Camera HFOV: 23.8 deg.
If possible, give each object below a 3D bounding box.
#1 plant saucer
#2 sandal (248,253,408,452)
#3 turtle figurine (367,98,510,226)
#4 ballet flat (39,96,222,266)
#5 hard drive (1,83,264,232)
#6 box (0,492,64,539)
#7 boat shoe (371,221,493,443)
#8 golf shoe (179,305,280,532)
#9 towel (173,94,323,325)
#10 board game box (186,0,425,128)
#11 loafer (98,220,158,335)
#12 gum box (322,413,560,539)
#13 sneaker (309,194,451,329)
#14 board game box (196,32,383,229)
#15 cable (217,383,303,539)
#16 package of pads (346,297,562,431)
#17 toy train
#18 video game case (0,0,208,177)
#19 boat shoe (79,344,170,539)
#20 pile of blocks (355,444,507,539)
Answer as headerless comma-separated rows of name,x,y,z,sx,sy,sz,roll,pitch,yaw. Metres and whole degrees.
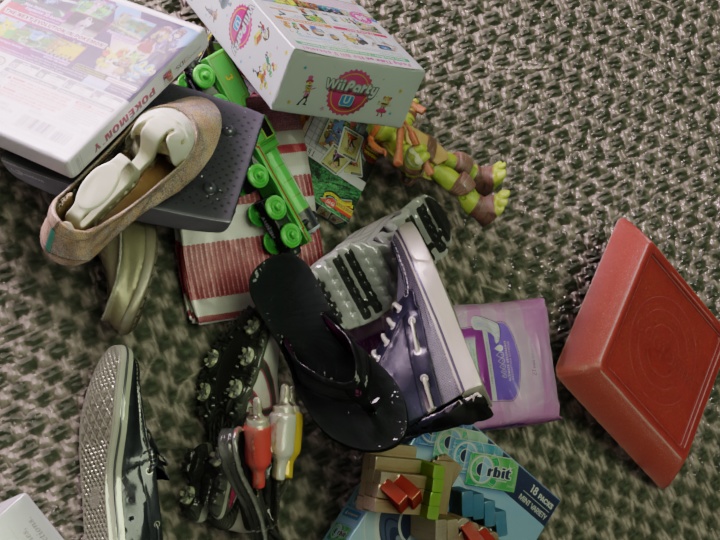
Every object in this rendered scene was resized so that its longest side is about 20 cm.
plant saucer,0.295,0.081,1.715,0.200,0.037,0.201,45,55,-28
sandal,-0.034,0.070,1.446,0.075,0.048,0.201,-36,71,-5
turtle figurine,0.064,-0.104,1.623,0.160,0.200,0.065,31,108,-18
ballet flat,-0.180,-0.083,1.382,0.068,0.067,0.200,34,64,11
hard drive,-0.192,-0.104,1.459,0.198,0.042,0.136,15,54,-1
box,-0.286,0.314,1.306,0.200,0.130,0.200,-40,97,-31
boat shoe,0.040,0.054,1.496,0.092,0.075,0.201,-23,58,4
golf shoe,-0.098,0.131,1.507,0.088,0.077,0.202,25,71,-37
towel,-0.107,-0.058,1.560,0.143,0.023,0.202,-8,88,-27
board game box,-0.054,-0.214,1.547,0.146,0.065,0.200,5,32,-37
loafer,-0.212,-0.038,1.485,0.068,0.076,0.202,7,59,-13
gum box,0.065,0.240,1.528,0.170,0.044,0.201,41,74,-24
sneaker,0.000,0.000,1.572,0.199,0.081,0.076,-33,105,-42
board game box,-0.076,-0.135,1.615,0.199,0.023,0.106,32,65,-18
cable,-0.074,0.199,1.434,0.097,0.050,0.202,-10,94,-62
package of pads,0.090,0.093,1.608,0.198,0.076,0.122,-4,79,-29
toy train,-0.097,-0.105,1.538,0.056,0.042,0.201,-35,101,-37
video game case,-0.258,-0.171,1.448,0.182,0.199,0.023,-49,146,-29
boat shoe,-0.196,0.164,1.436,0.062,0.074,0.202,3,79,-33
pile of blocks,0.086,0.211,1.477,0.199,0.062,0.083,36,77,-25
